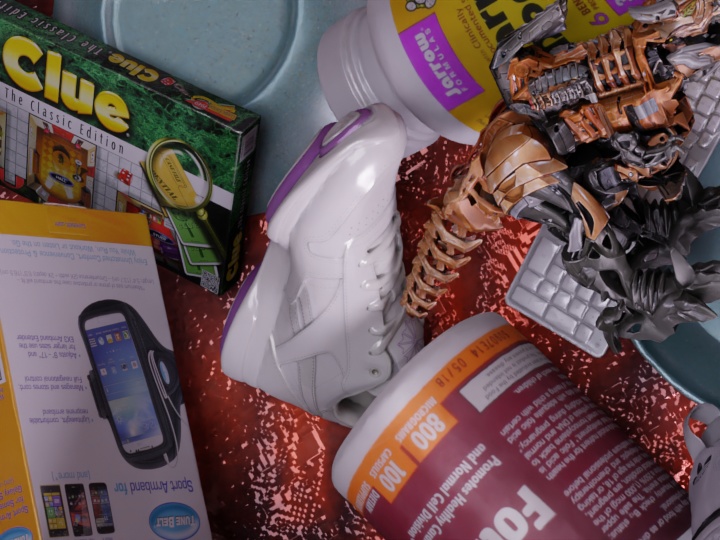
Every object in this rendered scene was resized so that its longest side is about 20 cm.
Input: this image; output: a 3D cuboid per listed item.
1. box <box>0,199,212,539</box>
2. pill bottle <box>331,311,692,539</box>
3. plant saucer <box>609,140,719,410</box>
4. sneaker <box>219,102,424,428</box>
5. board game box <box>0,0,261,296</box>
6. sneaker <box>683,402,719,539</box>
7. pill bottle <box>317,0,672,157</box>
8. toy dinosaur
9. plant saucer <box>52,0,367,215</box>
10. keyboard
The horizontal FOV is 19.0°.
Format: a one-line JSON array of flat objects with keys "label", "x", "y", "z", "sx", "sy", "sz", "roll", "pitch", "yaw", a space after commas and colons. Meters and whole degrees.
[{"label": "box", "x": -0.133, "y": 0.068, "z": 1.019, "sx": 0.041, "sy": 0.119, "sz": 0.201, "roll": -19, "pitch": 75, "yaw": 34}, {"label": "pill bottle", "x": 0.092, "y": 0.125, "z": 0.978, "sx": 0.200, "sy": 0.114, "sz": 0.114, "roll": 44, "pitch": 102, "yaw": 16}, {"label": "plant saucer", "x": 0.207, "y": -0.025, "z": 0.985, "sx": 0.199, "sy": 0.036, "sz": 0.201, "roll": 0, "pitch": 89, "yaw": 20}, {"label": "sneaker", "x": 0.000, "y": 0.000, "z": 1.007, "sx": 0.099, "sy": 0.075, "sz": 0.200, "roll": 32, "pitch": 141, "yaw": 8}, {"label": "board game box", "x": -0.143, "y": -0.072, "z": 1.091, "sx": 0.199, "sy": 0.023, "sz": 0.105, "roll": 26, "pitch": 129, "yaw": 19}, {"label": "sneaker", "x": 0.224, "y": 0.120, "z": 0.927, "sx": 0.199, "sy": 0.115, "sz": 0.075, "roll": 21, "pitch": 123, "yaw": -16}, {"label": "pill bottle", "x": 0.074, "y": -0.123, "z": 0.977, "sx": 0.200, "sy": 0.104, "sz": 0.105, "roll": -28, "pitch": 79, "yaw": 37}, {"label": "toy dinosaur", "x": 0.096, "y": -0.044, "z": 0.927, "sx": 0.136, "sy": 0.102, "sz": 0.200, "roll": 42, "pitch": 142, "yaw": -14}, {"label": "plant saucer", "x": -0.075, "y": -0.128, "z": 1.086, "sx": 0.200, "sy": 0.039, "sz": 0.202, "roll": 0, "pitch": 89, "yaw": 20}, {"label": "keyboard", "x": 0.134, "y": -0.060, "z": 0.988, "sx": 0.056, "sy": 0.011, "sz": 0.201, "roll": 30, "pitch": 98, "yaw": 18}]
